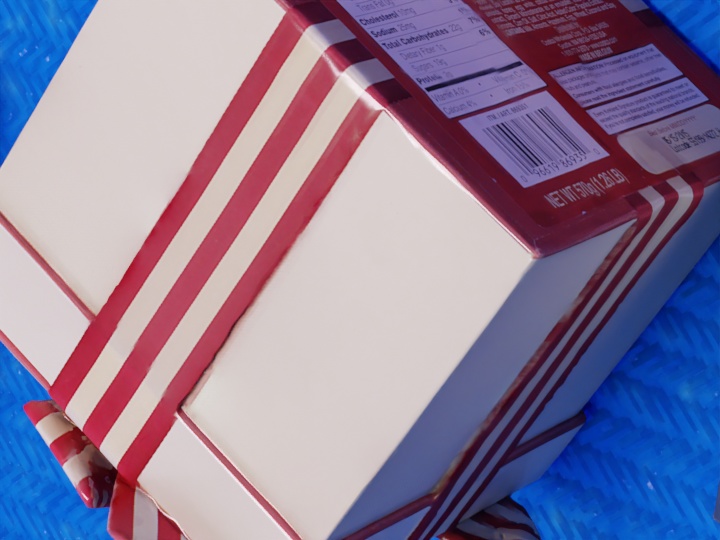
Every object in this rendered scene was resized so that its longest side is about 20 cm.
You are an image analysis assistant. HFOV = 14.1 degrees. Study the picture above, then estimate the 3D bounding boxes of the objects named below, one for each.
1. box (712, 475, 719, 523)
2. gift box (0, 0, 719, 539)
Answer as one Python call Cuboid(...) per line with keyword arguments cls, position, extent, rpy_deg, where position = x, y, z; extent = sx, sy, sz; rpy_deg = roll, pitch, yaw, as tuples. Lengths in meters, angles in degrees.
Cuboid(cls="box", position=(0.166, 0.008, 0.813), extent=(0.137, 0.038, 0.201), rpy_deg=(37, 128, 52))
Cuboid(cls="gift box", position=(0.000, 0.000, 0.899), extent=(0.200, 0.184, 0.187), rpy_deg=(50, 126, 19))
